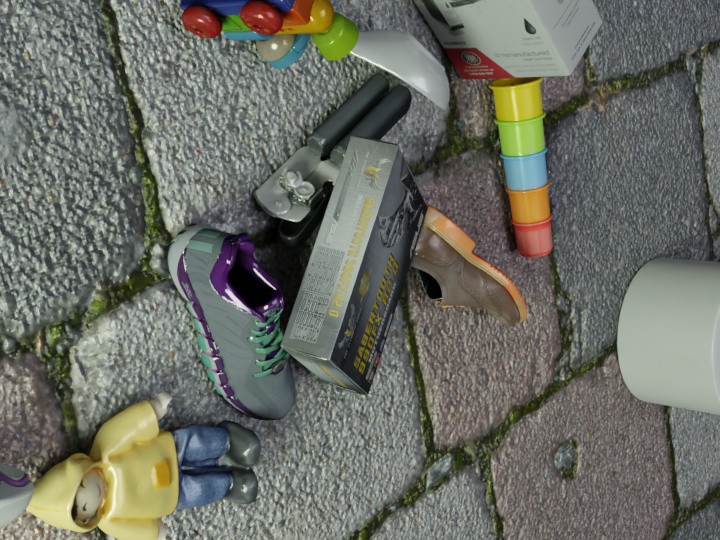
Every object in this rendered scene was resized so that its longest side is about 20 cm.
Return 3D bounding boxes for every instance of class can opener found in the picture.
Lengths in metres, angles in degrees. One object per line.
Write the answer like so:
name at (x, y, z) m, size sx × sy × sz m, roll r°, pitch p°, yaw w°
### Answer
can opener at (-0.025, -0.107, 1.016) m, size 0.200 × 0.053 × 0.067 m, roll -50°, pitch 161°, yaw -28°

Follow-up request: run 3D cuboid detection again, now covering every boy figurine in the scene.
boy figurine at (-0.173, 0.161, 0.875) m, size 0.200 × 0.064 × 0.125 m, roll 2°, pitch 95°, yaw -49°

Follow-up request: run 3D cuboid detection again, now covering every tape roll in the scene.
tape roll at (0.454, 0.087, 1.456) m, size 0.202 × 0.139 × 0.204 m, roll -7°, pitch 100°, yaw -45°

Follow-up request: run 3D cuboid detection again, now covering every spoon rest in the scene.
spoon rest at (0.010, -0.215, 1.017) m, size 0.061 × 0.099 × 0.200 m, roll -44°, pitch 120°, yaw 9°

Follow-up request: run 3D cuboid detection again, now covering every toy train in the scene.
toy train at (-0.040, -0.210, 0.876) m, size 0.116 × 0.199 × 0.085 m, roll 34°, pitch 71°, yaw -47°

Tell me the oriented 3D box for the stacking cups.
stacking cups at (0.188, -0.116, 1.220) m, size 0.060 × 0.060 × 0.201 m, roll -30°, pitch 117°, yaw -40°

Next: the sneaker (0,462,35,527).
sneaker at (-0.317, 0.187, 0.739) m, size 0.199 × 0.075 × 0.100 m, roll -16°, pitch 124°, yaw -44°

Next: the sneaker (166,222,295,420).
sneaker at (-0.092, 0.053, 0.927) m, size 0.074 × 0.087 × 0.201 m, roll -45°, pitch 124°, yaw -33°

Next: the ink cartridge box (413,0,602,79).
ink cartridge box at (0.125, -0.288, 1.072) m, size 0.200 × 0.146 × 0.083 m, roll 50°, pitch 62°, yaw -35°

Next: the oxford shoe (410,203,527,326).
oxford shoe at (0.104, 0.011, 1.152) m, size 0.073 × 0.071 × 0.200 m, roll -52°, pitch 125°, yaw -4°

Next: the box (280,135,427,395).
box at (0.000, 0.000, 0.998) m, size 0.158 × 0.048 × 0.201 m, roll 56°, pitch 50°, yaw -69°
